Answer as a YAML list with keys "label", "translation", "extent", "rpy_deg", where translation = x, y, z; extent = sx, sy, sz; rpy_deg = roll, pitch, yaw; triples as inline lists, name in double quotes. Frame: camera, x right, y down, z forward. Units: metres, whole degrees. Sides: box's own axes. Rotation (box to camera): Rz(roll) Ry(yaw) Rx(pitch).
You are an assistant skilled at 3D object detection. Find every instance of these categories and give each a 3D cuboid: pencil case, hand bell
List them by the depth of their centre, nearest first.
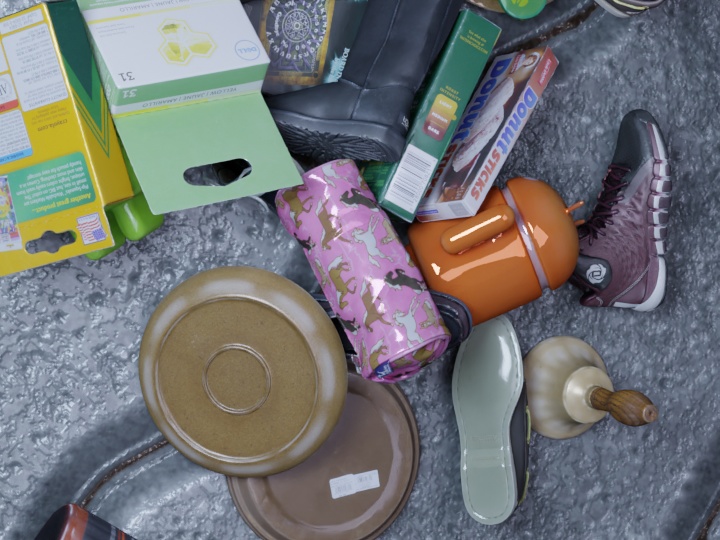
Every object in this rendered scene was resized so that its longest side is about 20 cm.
- label: "pencil case"
  translation: [0.000, 0.000, 1.479]
  extent: [0.086, 0.083, 0.202]
  rpy_deg: [-21, 74, -24]
- label: "hand bell"
  translation: [0.233, 0.122, 1.598]
  extent: [0.103, 0.200, 0.106]
  rpy_deg: [-1, 92, -17]

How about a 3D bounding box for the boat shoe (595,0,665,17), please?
- label: "boat shoe"
  translation: [0.206, -0.308, 1.590]
  extent: [0.199, 0.059, 0.072]
  rpy_deg: [32, 84, -17]

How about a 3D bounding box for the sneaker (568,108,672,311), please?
- label: "sneaker"
  translation: [0.243, -0.056, 1.660]
  extent: [0.114, 0.076, 0.203]
  rpy_deg: [-4, 95, -15]

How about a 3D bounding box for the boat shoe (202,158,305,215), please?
- label: "boat shoe"
  translation: [-0.109, -0.100, 1.517]
  extent: [0.200, 0.074, 0.062]
  rpy_deg: [52, 55, -40]

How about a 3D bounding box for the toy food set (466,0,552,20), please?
- label: "toy food set"
  translation: [0.149, -0.350, 1.626]
  extent: [0.197, 0.049, 0.201]
  rpy_deg: [39, 81, -16]

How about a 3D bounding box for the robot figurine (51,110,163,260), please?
- label: "robot figurine"
  translation: [-0.249, -0.113, 1.471]
  extent: [0.174, 0.116, 0.202]
  rpy_deg: [-24, 96, 18]

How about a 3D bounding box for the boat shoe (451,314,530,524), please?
- label: "boat shoe"
  translation: [0.131, 0.143, 1.642]
  extent: [0.071, 0.060, 0.204]
  rpy_deg: [1, 89, 21]

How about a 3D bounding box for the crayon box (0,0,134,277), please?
- label: "crayon box"
  translation: [-0.267, -0.108, 1.383]
  extent: [0.124, 0.051, 0.203]
  rpy_deg: [-13, 96, 27]

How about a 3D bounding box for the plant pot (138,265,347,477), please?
- label: "plant pot"
  translation: [-0.111, 0.097, 1.529]
  extent: [0.197, 0.027, 0.203]
  rpy_deg: [2, 103, 10]

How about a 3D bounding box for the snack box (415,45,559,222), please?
- label: "snack box"
  translation: [0.118, -0.129, 1.580]
  extent: [0.024, 0.071, 0.201]
  rpy_deg: [47, 57, -28]

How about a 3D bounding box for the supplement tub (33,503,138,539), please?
- label: "supplement tub"
  translation: [-0.206, 0.301, 1.515]
  extent: [0.199, 0.107, 0.108]
  rpy_deg: [33, 83, -16]

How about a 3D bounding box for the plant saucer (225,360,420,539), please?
- label: "plant saucer"
  translation: [-0.032, 0.177, 1.606]
  extent: [0.197, 0.029, 0.203]
  rpy_deg: [-1, 93, -19]

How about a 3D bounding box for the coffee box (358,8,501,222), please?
- label: "coffee box"
  translation: [0.056, -0.143, 1.569]
  extent: [0.044, 0.123, 0.202]
  rpy_deg: [26, 83, -16]

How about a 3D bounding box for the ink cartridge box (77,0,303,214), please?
- label: "ink cartridge box"
  translation: [-0.142, -0.151, 1.407]
  extent: [0.144, 0.048, 0.201]
  rpy_deg: [-13, 59, -26]

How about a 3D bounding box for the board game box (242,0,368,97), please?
- label: "board game box"
  translation: [-0.051, -0.255, 1.576]
  extent: [0.134, 0.028, 0.202]
  rpy_deg: [19, 86, -18]

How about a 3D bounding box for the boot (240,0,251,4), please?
- label: "boot"
  translation: [-0.065, -0.280, 1.487]
  extent: [0.198, 0.131, 0.071]
  rpy_deg: [-14, 98, -16]

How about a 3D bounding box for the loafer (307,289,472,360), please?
- label: "loafer"
  translation: [0.003, 0.059, 1.541]
  extent: [0.197, 0.063, 0.073]
  rpy_deg: [0, 114, 19]

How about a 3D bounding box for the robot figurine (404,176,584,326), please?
- label: "robot figurine"
  translation: [0.121, -0.016, 1.587]
  extent: [0.198, 0.117, 0.145]
  rpy_deg: [-24, 122, 4]

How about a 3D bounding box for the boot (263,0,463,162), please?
- label: "boot"
  translation: [-0.002, -0.203, 1.534]
  extent: [0.163, 0.066, 0.202]
  rpy_deg: [11, 71, 25]
